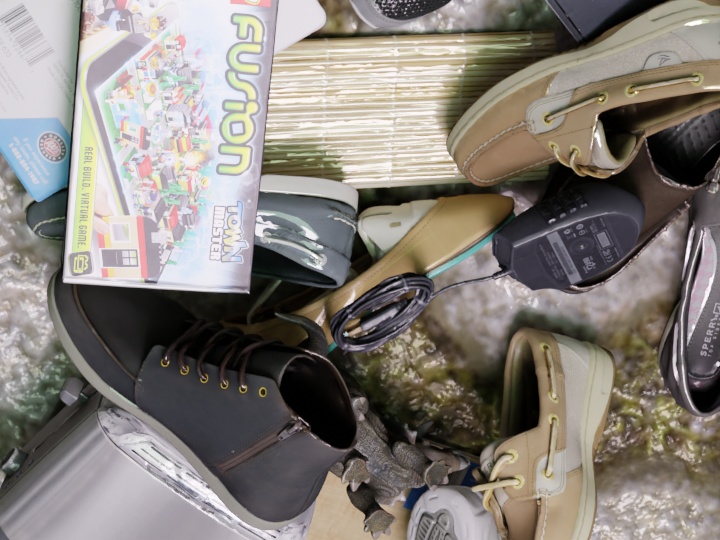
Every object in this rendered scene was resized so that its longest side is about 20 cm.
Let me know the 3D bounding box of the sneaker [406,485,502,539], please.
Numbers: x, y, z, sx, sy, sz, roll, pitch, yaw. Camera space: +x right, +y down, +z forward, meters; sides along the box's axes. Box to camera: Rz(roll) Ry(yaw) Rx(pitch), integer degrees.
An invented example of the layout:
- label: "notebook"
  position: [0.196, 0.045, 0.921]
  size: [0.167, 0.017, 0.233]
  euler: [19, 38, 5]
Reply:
- label: "sneaker"
  position: [0.071, 0.217, 1.767]
  size: [0.099, 0.078, 0.201]
  euler: [-10, 133, -35]

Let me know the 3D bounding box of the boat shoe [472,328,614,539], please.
- label: "boat shoe"
  position: [0.102, 0.123, 1.681]
  size: [0.066, 0.201, 0.074]
  euler: [24, 139, -14]

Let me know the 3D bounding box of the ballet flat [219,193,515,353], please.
- label: "ballet flat"
  position: [0.000, 0.000, 1.680]
  size: [0.199, 0.069, 0.063]
  euler: [-36, 97, 7]

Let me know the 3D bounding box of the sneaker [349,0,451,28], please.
- label: "sneaker"
  position: [0.074, -0.207, 1.587]
  size: [0.200, 0.077, 0.078]
  euler: [-40, 115, 12]

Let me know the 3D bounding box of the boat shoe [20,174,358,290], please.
- label: "boat shoe"
  position: [-0.100, -0.021, 1.636]
  size: [0.198, 0.073, 0.062]
  euler: [1, 76, -5]

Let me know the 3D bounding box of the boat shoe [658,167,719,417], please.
- label: "boat shoe"
  position: [0.229, -0.004, 1.712]
  size: [0.066, 0.057, 0.201]
  euler: [7, 113, -9]

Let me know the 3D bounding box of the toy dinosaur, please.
- label: "toy dinosaur"
  position: [-0.010, 0.095, 1.660]
  size: [0.200, 0.102, 0.077]
  euler: [40, 87, -33]

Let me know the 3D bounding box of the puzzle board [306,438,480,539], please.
- label: "puzzle board"
  position: [0.001, 0.166, 1.782]
  size: [0.199, 0.017, 0.152]
  euler: [19, 109, -16]

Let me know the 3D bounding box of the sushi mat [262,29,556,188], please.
- label: "sushi mat"
  position: [0.017, -0.094, 1.666]
  size: [0.198, 0.012, 0.096]
  euler: [-3, 116, -7]

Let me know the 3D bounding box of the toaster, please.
- label: "toaster"
  position: [-0.114, 0.145, 1.685]
  size: [0.199, 0.114, 0.129]
  euler: [36, 117, -10]

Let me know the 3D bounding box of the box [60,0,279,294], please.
- label: "box"
  position: [-0.106, -0.089, 1.558]
  size: [0.109, 0.035, 0.201]
  euler: [3, 112, -7]

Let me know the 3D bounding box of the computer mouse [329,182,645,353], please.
- label: "computer mouse"
  position: [0.073, -0.004, 1.639]
  size: [0.199, 0.034, 0.059]
  euler: [-21, 140, 6]

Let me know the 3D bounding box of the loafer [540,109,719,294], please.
- label: "loafer"
  position: [0.170, -0.064, 1.657]
  size: [0.073, 0.071, 0.200]
  euler: [36, 109, -4]

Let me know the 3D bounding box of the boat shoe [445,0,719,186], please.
- label: "boat shoe"
  position: [0.135, -0.090, 1.604]
  size: [0.199, 0.067, 0.074]
  euler: [-29, 154, 33]

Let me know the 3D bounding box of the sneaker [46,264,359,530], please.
- label: "sneaker"
  position: [-0.085, 0.048, 1.591]
  size: [0.200, 0.075, 0.106]
  euler: [43, 139, 1]

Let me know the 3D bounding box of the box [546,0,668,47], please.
- label: "box"
  position: [0.189, -0.207, 1.571]
  size: [0.199, 0.044, 0.160]
  euler: [-34, 155, 7]

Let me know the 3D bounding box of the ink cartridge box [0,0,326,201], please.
- label: "ink cartridge box"
  position: [-0.131, -0.144, 1.588]
  size: [0.199, 0.067, 0.116]
  euler: [-30, 111, 6]
